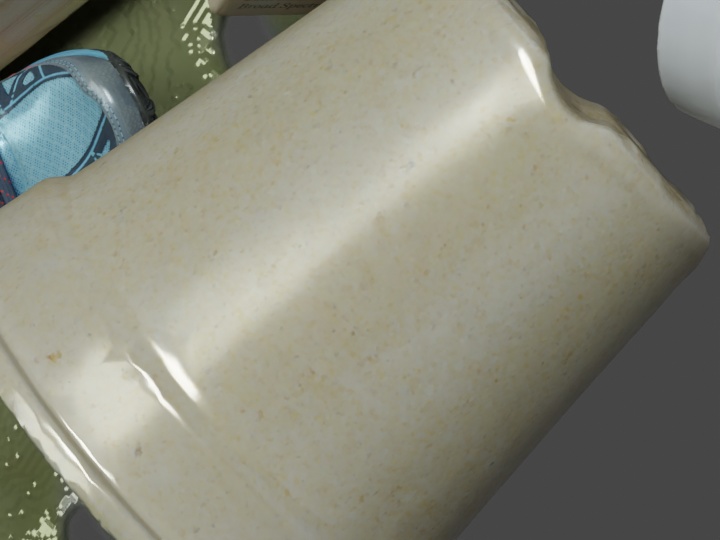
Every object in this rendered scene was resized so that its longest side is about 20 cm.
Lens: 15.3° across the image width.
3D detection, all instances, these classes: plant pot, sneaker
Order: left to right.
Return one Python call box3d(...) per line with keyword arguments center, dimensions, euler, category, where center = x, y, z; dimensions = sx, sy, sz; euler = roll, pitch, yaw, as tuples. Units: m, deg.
box3d(center=(-0.160, -0.012, 0.993), dimensions=(0.200, 0.095, 0.080), euler=(-32, 85, 26), category="sneaker")
box3d(center=(0.000, 0.000, 0.846), dimensions=(0.183, 0.200, 0.201), euler=(-42, 62, 7), category="plant pot")

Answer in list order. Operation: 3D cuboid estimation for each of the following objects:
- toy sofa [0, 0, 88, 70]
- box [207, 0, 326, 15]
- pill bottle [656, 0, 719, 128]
box3d(center=(-0.140, -0.128, 1.006), dimensions=(0.200, 0.097, 0.083), euler=(-35, 65, 23), category="toy sofa")
box3d(center=(0.017, -0.158, 0.857), dimensions=(0.200, 0.094, 0.078), euler=(137, 126, -62), category="box")
box3d(center=(0.189, -0.052, 0.777), dimensions=(0.199, 0.112, 0.113), euler=(25, 95, 32), category="pill bottle")
